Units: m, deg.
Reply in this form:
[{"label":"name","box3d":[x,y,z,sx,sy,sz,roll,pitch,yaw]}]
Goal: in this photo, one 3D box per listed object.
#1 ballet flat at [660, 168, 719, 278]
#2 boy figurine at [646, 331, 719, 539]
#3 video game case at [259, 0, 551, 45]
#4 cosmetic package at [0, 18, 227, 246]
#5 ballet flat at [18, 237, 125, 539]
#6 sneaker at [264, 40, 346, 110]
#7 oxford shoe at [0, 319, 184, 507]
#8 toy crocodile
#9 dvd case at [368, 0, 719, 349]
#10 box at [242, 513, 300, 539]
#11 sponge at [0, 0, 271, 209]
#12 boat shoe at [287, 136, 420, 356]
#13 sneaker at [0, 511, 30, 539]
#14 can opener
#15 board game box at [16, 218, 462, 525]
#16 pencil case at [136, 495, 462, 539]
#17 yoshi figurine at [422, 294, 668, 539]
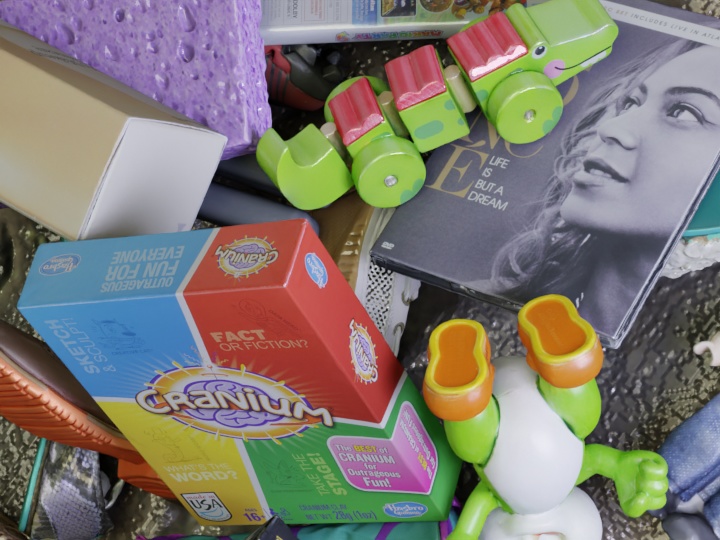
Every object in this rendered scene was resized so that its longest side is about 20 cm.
[{"label":"ballet flat","box3d":[0.124,-0.025,1.177,0.199,0.072,0.072,5,84,22]},{"label":"boy figurine","box3d":[0.231,0.067,1.123,0.200,0.064,0.125,-44,68,13]},{"label":"video game case","box3d":[0.014,-0.193,1.220,0.198,0.018,0.144,-2,67,6]},{"label":"cosmetic package","box3d":[-0.181,-0.083,1.149,0.199,0.105,0.071,28,99,24]},{"label":"ballet flat","box3d":[-0.150,0.059,1.267,0.072,0.072,0.202,6,85,20]},{"label":"sneaker","box3d":[-0.103,-0.129,1.267,0.200,0.071,0.098,28,99,17]},{"label":"oxford shoe","box3d":[-0.140,0.064,1.203,0.071,0.200,0.073,1,63,50]},{"label":"toy crocodile","box3d":[0.040,-0.092,1.152,0.199,0.062,0.068,-26,48,4]},{"label":"dvd case","box3d":[0.114,-0.063,1.153,0.148,0.016,0.201,19,64,30]},{"label":"box","box3d":[-0.054,0.261,1.153,0.200,0.050,0.199,-39,94,23]},{"label":"sponge","box3d":[-0.144,-0.103,1.206,0.199,0.030,0.112,-11,81,25]},{"label":"boat shoe","box3d":[0.000,0.000,1.216,0.070,0.069,0.201,-11,58,41]},{"label":"sneaker","box3d":[-0.233,0.191,1.268,0.199,0.070,0.109,31,92,18]},{"label":"can opener","box3d":[-0.102,-0.058,1.232,0.199,0.066,0.053,17,81,27]},{"label":"board game box","box3d":[-0.056,0.057,1.097,0.152,0.200,0.041,-5,50,27]},{"label":"pencil case","box3d":[-0.031,0.170,1.190,0.199,0.085,0.093,-13,62,19]},{"label":"yoshi figurine","box3d":[0.089,0.120,1.099,0.112,0.201,0.112,18,47,33]}]
